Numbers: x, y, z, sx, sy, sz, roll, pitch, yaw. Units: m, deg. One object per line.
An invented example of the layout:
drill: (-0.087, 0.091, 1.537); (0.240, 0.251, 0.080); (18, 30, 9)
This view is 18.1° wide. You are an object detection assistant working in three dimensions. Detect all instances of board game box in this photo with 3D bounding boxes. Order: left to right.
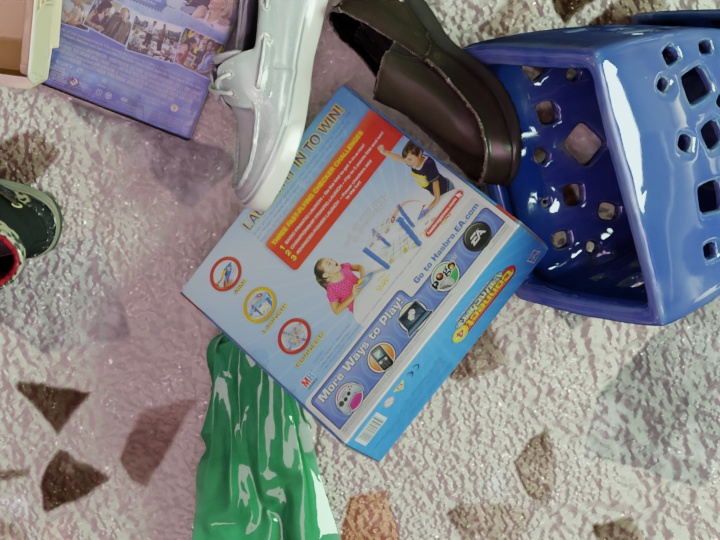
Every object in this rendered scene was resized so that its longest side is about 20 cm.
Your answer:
board game box: (0.000, 0.000, 1.636); (0.196, 0.056, 0.200); (41, 94, 34)

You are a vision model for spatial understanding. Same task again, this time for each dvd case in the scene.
dvd case: (-0.158, -0.213, 1.677); (0.143, 0.018, 0.200); (21, 103, -4)

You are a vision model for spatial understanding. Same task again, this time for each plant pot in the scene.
plant pot: (0.208, -0.087, 1.605); (0.180, 0.200, 0.200); (-19, 103, -23)

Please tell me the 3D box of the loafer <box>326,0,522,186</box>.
loafer: (0.042, -0.128, 1.614); (0.071, 0.200, 0.073); (-22, 146, -26)

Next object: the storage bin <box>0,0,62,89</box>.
storage bin: (-0.318, -0.238, 1.625); (0.200, 0.094, 0.199); (7, 102, 4)

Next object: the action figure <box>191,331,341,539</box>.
action figure: (-0.079, 0.116, 1.732); (0.118, 0.055, 0.200); (-4, 96, 3)

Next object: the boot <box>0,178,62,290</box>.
boot: (-0.326, -0.036, 1.648); (0.203, 0.154, 0.074); (10, 102, -2)

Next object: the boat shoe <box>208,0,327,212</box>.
boat shoe: (-0.076, -0.145, 1.643); (0.071, 0.070, 0.201); (14, 82, -20)
